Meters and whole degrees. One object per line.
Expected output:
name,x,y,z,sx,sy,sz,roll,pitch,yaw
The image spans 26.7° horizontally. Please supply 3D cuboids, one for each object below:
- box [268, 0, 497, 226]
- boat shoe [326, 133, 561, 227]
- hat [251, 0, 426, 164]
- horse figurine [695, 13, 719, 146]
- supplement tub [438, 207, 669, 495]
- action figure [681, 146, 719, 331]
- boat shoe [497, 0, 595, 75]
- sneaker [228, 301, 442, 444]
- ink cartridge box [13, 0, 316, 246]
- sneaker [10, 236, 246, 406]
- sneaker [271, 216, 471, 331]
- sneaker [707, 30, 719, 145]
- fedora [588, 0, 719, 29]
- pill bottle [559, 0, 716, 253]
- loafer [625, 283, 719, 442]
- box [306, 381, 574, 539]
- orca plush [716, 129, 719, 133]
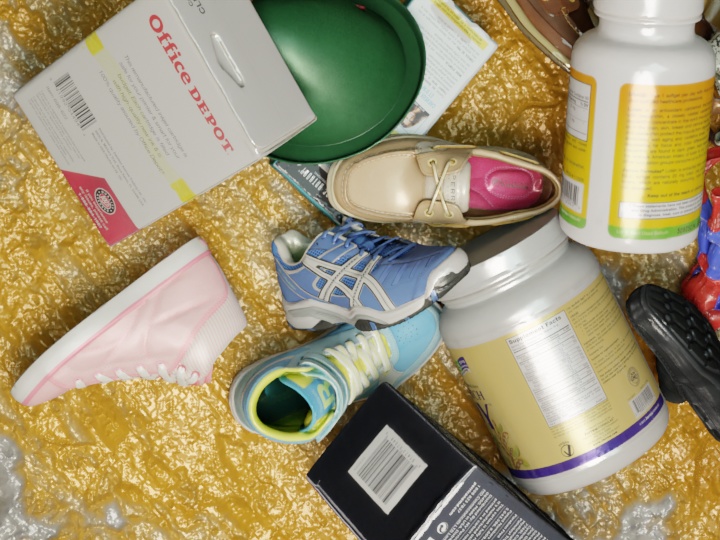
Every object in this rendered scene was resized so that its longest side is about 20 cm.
box,0.018,-0.137,1.265,0.082,0.049,0.200,41,88,-10
boat shoe,0.073,-0.072,1.226,0.198,0.069,0.075,-4,101,-22
hat,-0.063,-0.192,1.158,0.198,0.176,0.168,-1,68,15
horse figurine,0.250,-0.108,1.263,0.132,0.050,0.200,37,111,-17
supplement tub,0.152,0.066,1.254,0.144,0.145,0.201,-28,98,-5
action figure,0.321,-0.019,1.274,0.098,0.066,0.201,-15,139,-7
boat shoe,0.154,-0.223,1.240,0.068,0.072,0.200,-45,80,17
sneaker,-0.010,0.085,1.239,0.199,0.131,0.080,-28,96,-6
ink cartridge box,-0.151,-0.127,1.166,0.083,0.199,0.146,-39,101,-47
sneaker,-0.181,0.071,1.239,0.199,0.075,0.105,-37,94,-8
sneaker,0.000,0.000,1.206,0.076,0.199,0.078,-38,111,-44
sneaker,0.325,-0.111,1.210,0.088,0.077,0.201,-32,94,-2
fedora,0.249,-0.265,1.272,0.198,0.082,0.203,-1,95,-8
pill bottle,0.214,-0.124,1.165,0.110,0.111,0.202,-1,111,-8
loafer,0.281,0.087,1.293,0.070,0.069,0.200,-27,126,31
box,0.077,0.204,1.217,0.105,0.148,0.200,-49,126,-1
orca plush,0.363,-0.201,1.321,0.105,0.071,0.201,20,106,-54
